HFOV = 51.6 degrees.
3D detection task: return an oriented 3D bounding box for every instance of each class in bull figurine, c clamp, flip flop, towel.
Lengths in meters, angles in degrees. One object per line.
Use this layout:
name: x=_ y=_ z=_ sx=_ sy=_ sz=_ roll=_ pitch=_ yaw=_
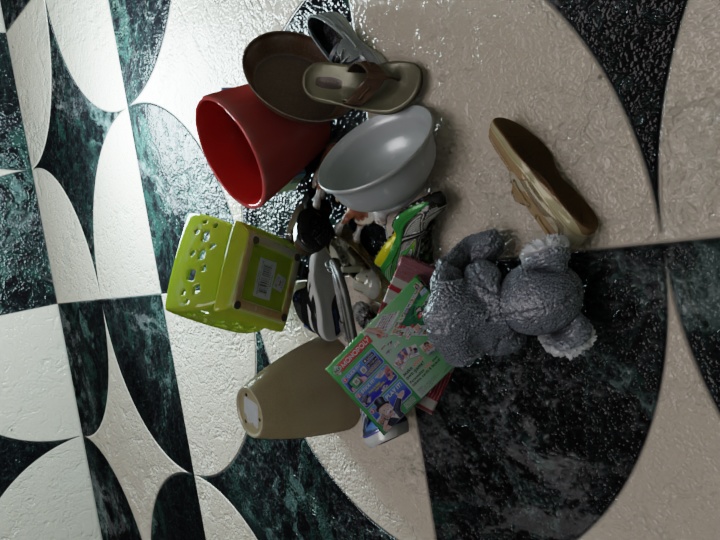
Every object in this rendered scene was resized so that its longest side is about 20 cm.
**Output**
bull figurine: x=-0.013 y=-0.125 z=1.259 sx=0.122 sy=0.064 sz=0.201 roll=-55 pitch=54 yaw=28
c clamp: x=-0.032 y=0.059 z=1.254 sx=0.173 sy=0.026 sz=0.203 roll=-108 pitch=8 yaw=-49
flip flop: x=-0.001 y=-0.289 z=1.140 sx=0.195 sy=0.057 sz=0.083 roll=10 pitch=90 yaw=16
towel: x=0.088 y=0.096 z=1.130 sx=0.142 sy=0.023 sz=0.204 roll=25 pitch=99 yaw=10

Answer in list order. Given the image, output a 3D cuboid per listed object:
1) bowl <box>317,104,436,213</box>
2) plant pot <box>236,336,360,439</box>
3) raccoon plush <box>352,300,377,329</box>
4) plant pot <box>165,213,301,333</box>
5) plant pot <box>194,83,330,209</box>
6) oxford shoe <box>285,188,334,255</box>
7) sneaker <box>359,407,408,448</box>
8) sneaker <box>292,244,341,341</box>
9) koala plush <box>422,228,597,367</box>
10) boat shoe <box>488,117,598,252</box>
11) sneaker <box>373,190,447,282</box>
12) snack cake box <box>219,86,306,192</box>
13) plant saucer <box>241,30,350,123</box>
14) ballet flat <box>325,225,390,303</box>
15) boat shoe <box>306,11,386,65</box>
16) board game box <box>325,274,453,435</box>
bowl: x=0.039 y=-0.152 z=1.129 sx=0.199 sy=0.202 sz=0.091 roll=11 pitch=143 yaw=49
plant pot: x=-0.127 y=0.236 z=1.399 sx=0.185 sy=0.197 sz=0.192 roll=16 pitch=112 yaw=48
raccoon plush: x=0.051 y=0.088 z=1.224 sx=0.201 sy=0.095 sz=0.135 roll=49 pitch=126 yaw=29
plant pot: x=-0.234 y=0.012 z=1.444 sx=0.179 sy=0.197 sz=0.205 roll=3 pitch=76 yaw=44
plant pot: x=-0.159 y=-0.237 z=1.281 sx=0.199 sy=0.176 sz=0.203 roll=38 pitch=147 yaw=30
oxford shoe: x=-0.093 y=-0.065 z=1.296 sx=0.072 sy=0.201 sz=0.085 roll=35 pitch=110 yaw=-13
sneaker: x=0.020 y=0.203 z=1.240 sx=0.200 sy=0.079 sz=0.150 roll=51 pitch=-163 yaw=-87
sneaker: x=-0.090 y=0.024 z=1.397 sx=0.111 sy=0.072 sz=0.206 roll=15 pitch=111 yaw=49
koala plush: x=0.200 y=0.043 z=0.965 sx=0.197 sy=0.182 sz=0.182 roll=-8 pitch=101 yaw=39
boat shoe: x=0.222 y=-0.111 z=0.966 sx=0.202 sy=0.070 sz=0.065 roll=59 pitch=137 yaw=21
sneaker: x=0.092 y=-0.044 z=1.159 sx=0.086 sy=0.077 sz=0.202 roll=51 pitch=144 yaw=20
snack cake box: x=-0.195 y=-0.249 z=1.423 sx=0.067 sy=0.113 sz=0.204 roll=-40 pitch=69 yaw=51
plant saucer: x=-0.101 y=-0.310 z=1.223 sx=0.203 sy=0.197 sz=0.037 roll=60 pitch=147 yaw=21
ballet flat: x=0.000 y=0.000 z=1.282 sx=0.201 sy=0.070 sz=0.072 roll=50 pitch=134 yaw=31
boat shoe: x=-0.024 y=-0.348 z=1.213 sx=0.202 sy=0.070 sz=0.071 roll=55 pitch=136 yaw=25
board game box: x=0.060 y=0.126 z=1.112 sx=0.200 sy=0.029 sz=0.135 roll=-45 pitch=84 yaw=11
